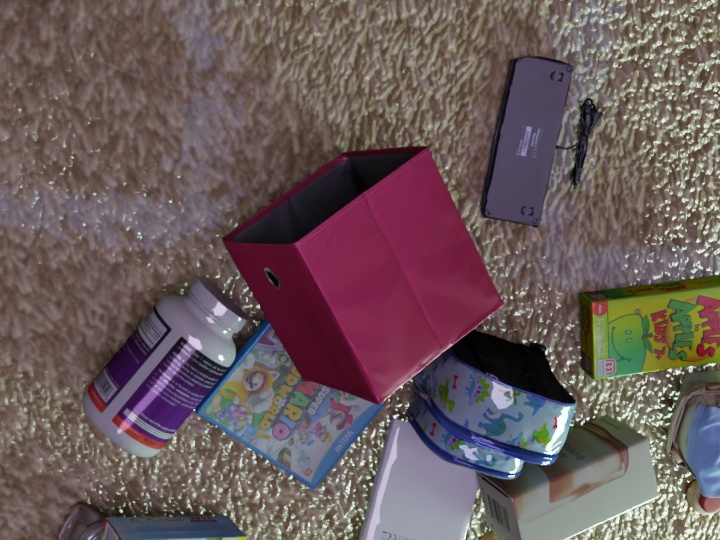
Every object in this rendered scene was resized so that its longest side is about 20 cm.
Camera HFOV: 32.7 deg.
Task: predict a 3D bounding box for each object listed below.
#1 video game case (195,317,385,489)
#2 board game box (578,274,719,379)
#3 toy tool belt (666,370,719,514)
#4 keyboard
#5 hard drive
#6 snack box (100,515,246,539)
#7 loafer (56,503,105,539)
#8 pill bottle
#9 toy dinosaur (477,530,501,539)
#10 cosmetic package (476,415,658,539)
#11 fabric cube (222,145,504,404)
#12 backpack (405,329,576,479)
[{"bbox_3d":[-0.082,0.162,1.479,0.200,0.018,0.144,38,93,-31],"label":"video game case"},{"bbox_3d":[0.379,0.071,1.555,0.197,0.048,0.103,-7,104,-9],"label":"board game box"},{"bbox_3d":[0.460,0.235,1.569,0.123,0.123,0.203,-4,104,-10],"label":"toy tool belt"},{"bbox_3d":[0.222,-0.153,1.487,0.125,0.021,0.203,10,102,-7],"label":"keyboard"},{"bbox_3d":[0.074,0.299,1.532,0.130,0.027,0.203,17,84,-13],"label":"hard drive"},{"bbox_3d":[-0.240,0.400,1.479,0.167,0.067,0.203,7,101,-33],"label":"snack box"},{"bbox_3d":[-0.361,0.377,1.486,0.072,0.063,0.201,19,103,-54],"label":"loafer"},{"bbox_3d":[-0.221,0.109,1.415,0.112,0.112,0.200,40,93,-17],"label":"pill bottle"},{"bbox_3d":[0.144,0.376,1.575,0.199,0.060,0.107,32,97,-16],"label":"toy dinosaur"},{"bbox_3d":[0.257,0.266,1.531,0.198,0.103,0.088,-20,107,-19],"label":"cosmetic package"},{"bbox_3d":[0.000,0.000,1.363,0.199,0.196,0.201,-36,110,-23],"label":"fabric cube"},{"bbox_3d":[0.154,0.159,1.453,0.181,0.200,0.149,18,99,-15],"label":"backpack"}]
